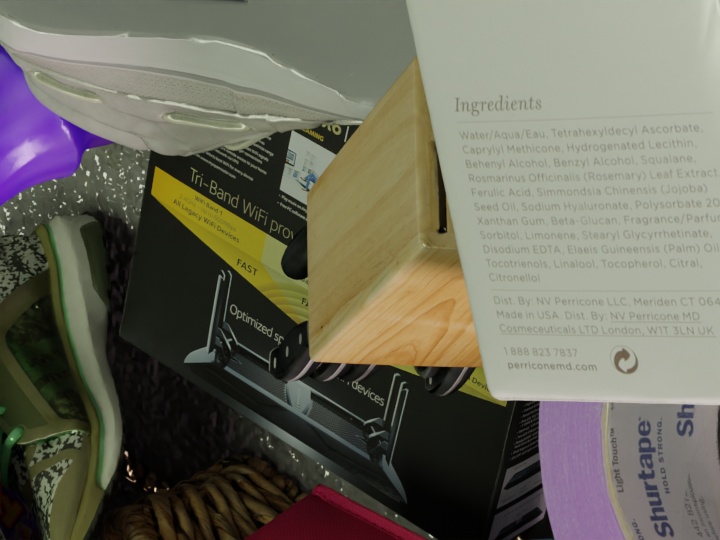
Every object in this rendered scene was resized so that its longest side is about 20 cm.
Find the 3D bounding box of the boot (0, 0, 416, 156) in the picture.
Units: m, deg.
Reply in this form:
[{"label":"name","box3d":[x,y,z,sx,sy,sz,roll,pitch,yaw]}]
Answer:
[{"label":"boot","box3d":[-0.030,-0.078,1.008,0.200,0.074,0.096,12,161,11]}]

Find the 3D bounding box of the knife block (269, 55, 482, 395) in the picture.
[{"label":"knife block","box3d":[0.009,-0.004,0.990,0.175,0.200,0.064,-11,73,29]}]

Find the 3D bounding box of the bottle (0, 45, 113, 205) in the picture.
[{"label":"bottle","box3d":[-0.098,-0.093,1.107,0.084,0.200,0.065,33,153,26]}]

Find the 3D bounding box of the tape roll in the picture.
[{"label":"tape roll","box3d":[0.156,0.056,1.001,0.200,0.066,0.200,-3,86,47]}]

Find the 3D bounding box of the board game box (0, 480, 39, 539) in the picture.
[{"label":"board game box","box3d":[-0.209,0.099,1.396,0.200,0.045,0.135,22,122,33]}]

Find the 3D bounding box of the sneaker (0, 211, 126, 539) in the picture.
[{"label":"sneaker","box3d":[-0.151,0.058,1.235,0.077,0.089,0.200,106,161,-44]}]

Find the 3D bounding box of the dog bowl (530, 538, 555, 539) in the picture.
[{"label":"dog bowl","box3d":[0.064,0.185,1.160,0.111,0.050,0.200,34,138,-6]}]

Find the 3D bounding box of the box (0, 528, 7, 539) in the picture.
[{"label":"box","box3d":[-0.189,0.130,1.254,0.160,0.044,0.200,60,161,17]}]

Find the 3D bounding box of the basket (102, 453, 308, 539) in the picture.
[{"label":"basket","box3d":[-0.089,0.194,1.262,0.143,0.149,0.200,37,130,23]}]

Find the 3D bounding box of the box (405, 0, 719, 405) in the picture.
[{"label":"box","box3d":[0.100,-0.079,0.862,0.106,0.152,0.200,0,112,36]}]

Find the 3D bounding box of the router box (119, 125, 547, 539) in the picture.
[{"label":"router box","box3d":[0.000,0.000,1.165,0.200,0.052,0.157,31,126,27]}]

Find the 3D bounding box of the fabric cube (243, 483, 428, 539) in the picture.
[{"label":"fabric cube","box3d":[-0.011,0.236,1.055,0.196,0.199,0.200,24,128,31]}]
